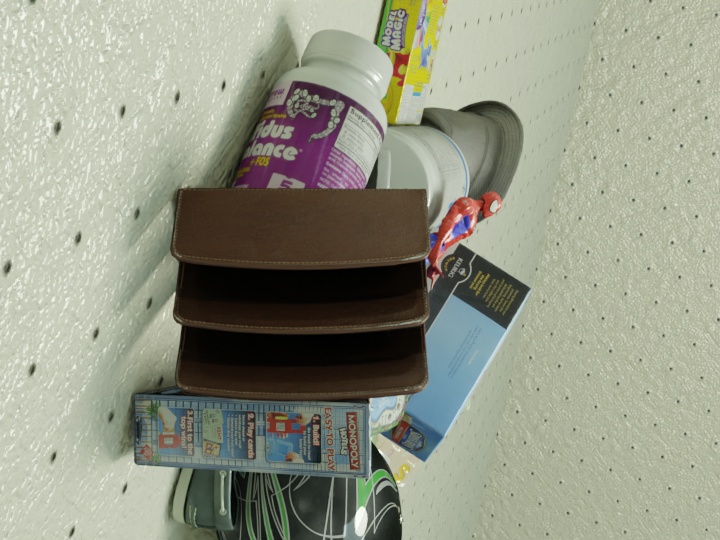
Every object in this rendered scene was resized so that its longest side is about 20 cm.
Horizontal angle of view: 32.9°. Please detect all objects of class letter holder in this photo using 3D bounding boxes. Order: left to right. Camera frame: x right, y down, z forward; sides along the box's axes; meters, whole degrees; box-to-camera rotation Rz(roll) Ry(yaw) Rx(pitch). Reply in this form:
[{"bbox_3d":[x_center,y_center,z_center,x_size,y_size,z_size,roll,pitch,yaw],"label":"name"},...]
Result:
[{"bbox_3d":[-0.046,0.019,0.951,0.143,0.198,0.101,-91,-178,-46],"label":"letter holder"}]

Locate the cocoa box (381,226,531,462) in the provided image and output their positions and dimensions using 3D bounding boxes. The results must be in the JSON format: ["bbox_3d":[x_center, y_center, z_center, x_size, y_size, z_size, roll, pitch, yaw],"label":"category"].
[{"bbox_3d":[0.077,0.084,1.344,0.201,0.131,0.134,-56,175,-21],"label":"cocoa box"}]

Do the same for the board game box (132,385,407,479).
[{"bbox_3d":[-0.050,0.126,1.020,0.199,0.198,0.062,-5,96,-58],"label":"board game box"}]

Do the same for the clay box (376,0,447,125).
[{"bbox_3d":[0.057,-0.270,1.404,0.115,0.047,0.202,-20,123,-72],"label":"clay box"}]

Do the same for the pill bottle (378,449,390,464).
[{"bbox_3d":[-0.047,0.288,1.411,0.201,0.112,0.113,-58,161,-17],"label":"pill bottle"}]

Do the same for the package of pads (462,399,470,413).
[{"bbox_3d":[0.071,0.085,1.577,0.068,0.201,0.155,-27,157,-3],"label":"package of pads"}]

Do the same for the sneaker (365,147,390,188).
[{"bbox_3d":[-0.040,-0.033,1.151,0.071,0.098,0.201,-93,-157,-65],"label":"sneaker"}]

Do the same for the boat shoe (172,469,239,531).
[{"bbox_3d":[-0.118,0.149,1.159,0.073,0.061,0.202,48,59,-73],"label":"boat shoe"}]

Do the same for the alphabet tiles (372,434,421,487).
[{"bbox_3d":[-0.003,0.224,1.507,0.196,0.015,0.200,-49,129,-7],"label":"alphabet tiles"}]

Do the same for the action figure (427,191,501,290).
[{"bbox_3d":[0.069,-0.018,1.270,0.200,0.052,0.066,-40,164,-12],"label":"action figure"}]

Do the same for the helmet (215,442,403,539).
[{"bbox_3d":[-0.056,0.242,1.231,0.190,0.199,0.202,10,96,-69],"label":"helmet"}]

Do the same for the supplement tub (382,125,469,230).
[{"bbox_3d":[0.041,-0.095,1.364,0.200,0.131,0.133,-25,129,-71],"label":"supplement tub"}]

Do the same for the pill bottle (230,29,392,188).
[{"bbox_3d":[-0.042,-0.108,1.082,0.112,0.111,0.201,70,38,-66],"label":"pill bottle"}]

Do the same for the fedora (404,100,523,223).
[{"bbox_3d":[0.104,-0.143,1.517,0.200,0.090,0.178,20,-91,62],"label":"fedora"}]
